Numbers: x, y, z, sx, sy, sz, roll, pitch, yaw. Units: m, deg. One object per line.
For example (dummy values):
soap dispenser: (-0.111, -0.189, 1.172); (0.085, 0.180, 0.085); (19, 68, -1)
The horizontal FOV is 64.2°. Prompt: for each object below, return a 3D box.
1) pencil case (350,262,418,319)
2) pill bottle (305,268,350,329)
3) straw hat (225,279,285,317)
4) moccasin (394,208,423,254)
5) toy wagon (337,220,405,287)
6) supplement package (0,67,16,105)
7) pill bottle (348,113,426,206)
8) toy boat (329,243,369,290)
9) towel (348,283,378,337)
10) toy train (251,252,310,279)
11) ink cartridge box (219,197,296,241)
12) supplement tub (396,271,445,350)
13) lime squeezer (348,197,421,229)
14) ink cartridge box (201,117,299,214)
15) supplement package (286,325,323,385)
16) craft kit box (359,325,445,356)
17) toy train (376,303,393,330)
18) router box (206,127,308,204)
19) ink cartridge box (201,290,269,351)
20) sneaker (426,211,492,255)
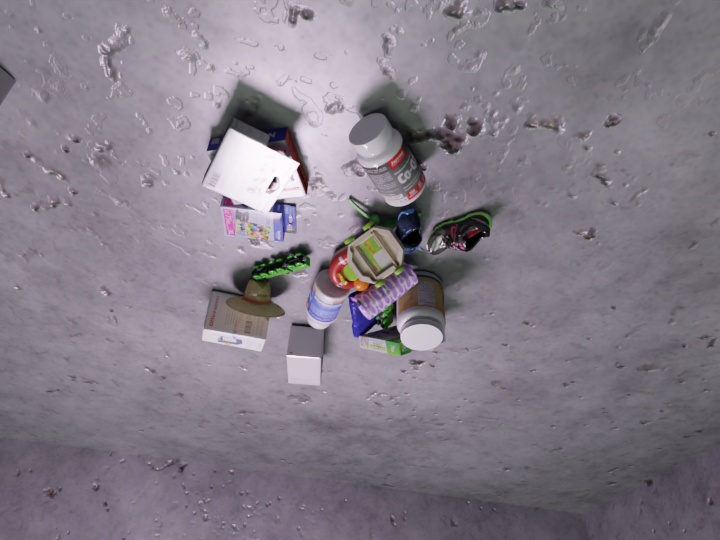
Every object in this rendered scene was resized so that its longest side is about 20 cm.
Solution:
pencil case: (0.071, 0.055, 1.646); (0.199, 0.086, 0.084); (-35, 148, -11)
pill bottle: (-0.108, 0.095, 1.772); (0.111, 0.113, 0.201); (13, 141, -11)
straw hat: (-0.317, 0.072, 1.769); (0.199, 0.201, 0.086); (12, 100, -11)
moccasin: (0.126, -0.086, 1.526); (0.080, 0.069, 0.200); (-21, 156, -1)
toy wagon: (0.021, -0.031, 1.533); (0.199, 0.040, 0.156); (-35, 93, 27)
supplement package: (-0.873, -0.376, 1.231); (0.198, 0.121, 0.121); (-17, 139, 24)
pill bottle: (0.062, -0.252, 1.316); (0.113, 0.115, 0.200); (-16, 138, 24)
toy boat: (0.000, 0.000, 1.626); (0.199, 0.132, 0.130); (-28, 132, 34)
towel: (0.027, 0.113, 1.801); (0.147, 0.050, 0.201); (-31, 146, -19)
toy train: (-0.235, -0.008, 1.698); (0.198, 0.042, 0.056); (-15, 156, 28)
ink cartridge box: (-0.274, -0.135, 1.556); (0.197, 0.042, 0.120); (4, 142, -3)
supplement tub: (0.178, 0.118, 1.697); (0.143, 0.201, 0.146); (2, 137, 2)
lime squeezer: (0.057, -0.140, 1.521); (0.198, 0.038, 0.071); (11, 141, -8)
ink cartridge box: (-0.256, -0.237, 1.338); (0.172, 0.044, 0.200); (22, 137, -22)
supplement package: (-0.192, 0.302, 2.021); (0.118, 0.122, 0.201); (5, 143, -1)
craft kit box: (0.131, 0.216, 1.815); (0.196, 0.049, 0.199); (-14, -170, -37)
toy train: (0.075, 0.110, 1.766); (0.042, 0.056, 0.201); (32, 150, 28)
router box: (-0.245, -0.249, 1.397); (0.197, 0.049, 0.180); (-5, 141, 10)
ink cartridge box: (-0.399, 0.163, 1.853); (0.198, 0.147, 0.088); (13, 144, -13)
sneaker: (0.258, -0.088, 1.531); (0.199, 0.084, 0.077); (-27, 132, 33)
